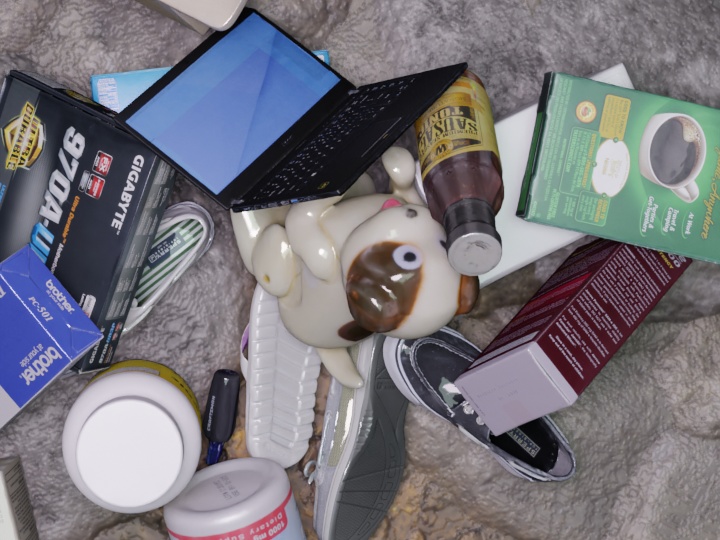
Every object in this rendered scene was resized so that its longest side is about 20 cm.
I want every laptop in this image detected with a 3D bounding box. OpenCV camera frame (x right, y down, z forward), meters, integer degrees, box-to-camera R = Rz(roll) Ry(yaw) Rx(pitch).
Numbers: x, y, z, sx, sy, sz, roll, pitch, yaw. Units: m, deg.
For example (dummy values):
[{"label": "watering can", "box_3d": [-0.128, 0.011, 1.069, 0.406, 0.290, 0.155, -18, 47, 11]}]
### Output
[{"label": "laptop", "box_3d": [-0.053, -0.135, 1.375, 0.177, 0.199, 0.104, -46, 115, -34]}]

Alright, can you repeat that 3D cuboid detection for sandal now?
[{"label": "sandal", "box_3d": [-0.069, 0.064, 1.517, 0.082, 0.050, 0.205, 12, 90, -33]}]

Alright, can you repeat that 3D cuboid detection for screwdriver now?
[{"label": "screwdriver", "box_3d": [-0.131, 0.179, 1.520, 0.029, 0.028, 0.202, 17, 105, 9]}]

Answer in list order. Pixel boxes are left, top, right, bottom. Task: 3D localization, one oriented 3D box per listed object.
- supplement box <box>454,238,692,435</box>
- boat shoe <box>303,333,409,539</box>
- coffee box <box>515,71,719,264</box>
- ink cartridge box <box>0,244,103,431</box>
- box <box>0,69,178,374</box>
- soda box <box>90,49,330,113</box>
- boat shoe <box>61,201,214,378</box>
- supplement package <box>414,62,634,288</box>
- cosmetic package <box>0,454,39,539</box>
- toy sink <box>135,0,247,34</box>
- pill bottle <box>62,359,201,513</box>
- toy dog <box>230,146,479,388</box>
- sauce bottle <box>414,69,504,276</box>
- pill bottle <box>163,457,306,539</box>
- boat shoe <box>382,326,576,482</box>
[{"label": "supplement box", "box_3d": [0.176, 0.042, 1.469, 0.061, 0.109, 0.200, 50, 55, -7]}, {"label": "boat shoe", "box_3d": [-0.005, 0.138, 1.526, 0.074, 0.064, 0.204, 5, 96, -44]}, {"label": "coffee box", "box_3d": [0.232, -0.078, 1.429, 0.198, 0.044, 0.124, 11, 92, -7]}, {"label": "ink cartridge box", "box_3d": [-0.293, 0.070, 1.437, 0.094, 0.200, 0.044, 51, 43, -1]}, {"label": "box", "box_3d": [-0.244, -0.040, 1.451, 0.158, 0.046, 0.201, 27, 104, 21]}, {"label": "soda box", "box_3d": [-0.123, -0.140, 1.499, 0.198, 0.068, 0.065, -6, 91, -5]}, {"label": "boat shoe", "box_3d": [-0.207, 0.013, 1.497, 0.074, 0.067, 0.200, 45, 88, -5]}, {"label": "supplement package", "box_3d": [0.142, -0.076, 1.501, 0.199, 0.117, 0.118, -25, 95, -5]}, {"label": "cosmetic package", "box_3d": [-0.306, 0.264, 1.480, 0.086, 0.103, 0.202, -14, 91, -3]}, {"label": "toy sink", "box_3d": [-0.149, -0.277, 1.450, 0.199, 0.112, 0.131, 27, 89, 14]}, {"label": "pill bottle", "box_3d": [-0.182, 0.133, 1.437, 0.110, 0.200, 0.112, 0, 92, -5]}, {"label": "toy dog", "box_3d": [0.000, 0.000, 1.406, 0.138, 0.199, 0.196, 1, 91, -31]}, {"label": "sauce bottle", "box_3d": [0.077, -0.076, 1.354, 0.065, 0.201, 0.066, -3, 129, -4]}, {"label": "pill bottle", "box_3d": [-0.087, 0.266, 1.484, 0.108, 0.109, 0.202, -17, 109, -4]}, {"label": "boat shoe", "box_3d": [0.104, 0.113, 1.503, 0.200, 0.068, 0.072, 44, 77, -21]}]
